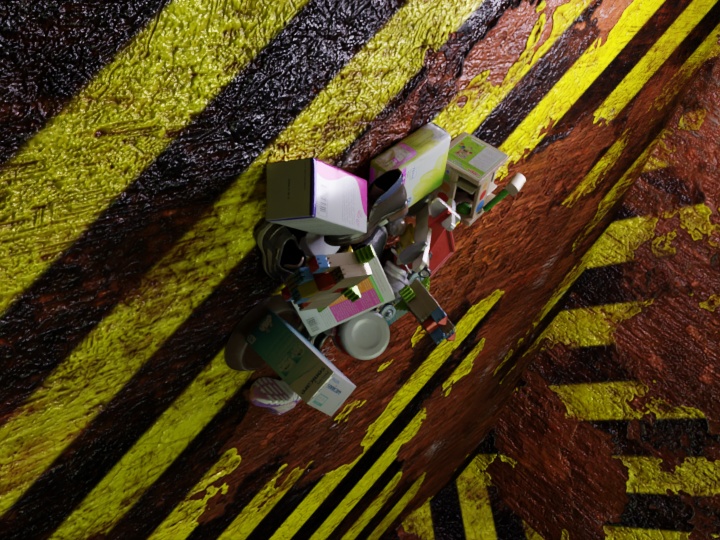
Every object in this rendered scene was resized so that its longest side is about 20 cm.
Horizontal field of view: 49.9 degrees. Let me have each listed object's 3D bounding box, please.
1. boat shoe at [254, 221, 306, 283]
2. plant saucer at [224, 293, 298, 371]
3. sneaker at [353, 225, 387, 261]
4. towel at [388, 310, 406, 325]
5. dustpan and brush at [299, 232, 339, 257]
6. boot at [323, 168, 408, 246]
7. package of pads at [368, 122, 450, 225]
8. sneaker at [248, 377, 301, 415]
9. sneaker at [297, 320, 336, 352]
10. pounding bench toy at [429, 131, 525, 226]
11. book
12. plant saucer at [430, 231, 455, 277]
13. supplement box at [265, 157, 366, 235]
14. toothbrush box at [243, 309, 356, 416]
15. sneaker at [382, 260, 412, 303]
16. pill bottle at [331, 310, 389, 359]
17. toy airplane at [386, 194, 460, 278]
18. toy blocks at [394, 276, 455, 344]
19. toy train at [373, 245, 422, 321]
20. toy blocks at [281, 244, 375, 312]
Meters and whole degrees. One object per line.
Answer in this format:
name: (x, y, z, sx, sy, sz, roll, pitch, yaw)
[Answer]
boat shoe: (-0.144, -0.021, 1.472, 0.074, 0.073, 0.200, -44, 154, -12)
plant saucer: (-0.200, 0.140, 1.641, 0.200, 0.034, 0.201, -38, 151, -25)
sneaker: (0.000, 0.000, 1.707, 0.106, 0.074, 0.202, -52, 156, -55)
towel: (0.089, 0.092, 2.023, 0.199, 0.022, 0.147, -35, 153, -11)
dustpan and brush: (-0.076, -0.053, 1.580, 0.140, 0.057, 0.201, -45, 148, -29)
boot: (0.009, -0.125, 1.505, 0.199, 0.075, 0.098, -30, 139, -26)
package of pads: (0.100, -0.208, 1.637, 0.199, 0.068, 0.155, -37, 152, -29)
sneaker: (-0.198, 0.300, 1.808, 0.089, 0.081, 0.199, -50, 157, 17)
sneaker: (-0.069, 0.101, 1.745, 0.070, 0.082, 0.201, 9, 116, -58)
pounding bench toy: (0.272, -0.187, 1.781, 0.124, 0.199, 0.157, -40, 153, -34)
book: (-0.040, 0.047, 1.617, 0.198, 0.048, 0.134, -23, 125, 3)
plant saucer: (0.178, -0.039, 2.024, 0.200, 0.037, 0.200, -45, 154, -11)
supplement box: (-0.074, -0.126, 1.377, 0.199, 0.102, 0.103, 12, 77, -61)
toothbrush box: (-0.120, 0.188, 1.565, 0.085, 0.200, 0.146, -49, 155, -4)
sneaker: (0.065, 0.038, 1.750, 0.082, 0.074, 0.200, -53, 162, -6)
pill bottle: (-0.007, 0.145, 1.793, 0.112, 0.112, 0.200, -46, -173, -10)
toy airplane: (0.128, -0.089, 1.721, 0.200, 0.140, 0.201, -176, -74, -80)
toy blocks: (0.153, 0.101, 1.706, 0.100, 0.137, 0.200, -38, 166, -1)
toy train: (0.066, 0.034, 1.881, 0.200, 0.085, 0.114, -49, 132, 5)
toy blocks: (-0.078, 0.023, 1.469, 0.136, 0.101, 0.200, -7, 159, -44)
